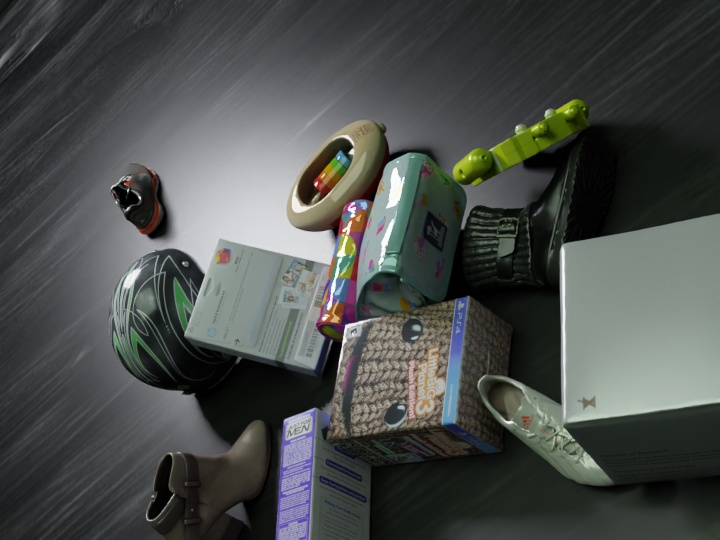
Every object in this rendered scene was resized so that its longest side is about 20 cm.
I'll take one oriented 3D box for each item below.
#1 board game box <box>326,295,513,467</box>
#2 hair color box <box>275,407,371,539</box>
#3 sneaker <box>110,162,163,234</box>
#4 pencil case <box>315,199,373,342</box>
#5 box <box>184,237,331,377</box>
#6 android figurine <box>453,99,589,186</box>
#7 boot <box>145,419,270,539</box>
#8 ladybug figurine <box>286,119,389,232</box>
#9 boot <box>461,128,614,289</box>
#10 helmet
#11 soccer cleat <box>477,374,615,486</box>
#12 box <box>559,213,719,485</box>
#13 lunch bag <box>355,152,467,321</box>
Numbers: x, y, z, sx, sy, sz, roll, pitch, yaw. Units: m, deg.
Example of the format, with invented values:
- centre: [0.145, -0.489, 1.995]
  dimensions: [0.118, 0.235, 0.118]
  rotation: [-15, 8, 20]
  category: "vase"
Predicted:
- centre: [0.072, 0.139, 1.371]
  dimensions: [0.199, 0.097, 0.161]
  rotation: [-15, 55, 39]
  category: "board game box"
- centre: [-0.044, 0.284, 1.383]
  dimensions: [0.064, 0.109, 0.202]
  rotation: [-23, 50, 35]
  category: "hair color box"
- centre: [-0.418, -0.149, 2.070]
  dimensions: [0.077, 0.082, 0.200]
  rotation: [-47, 41, 11]
  category: "sneaker"
- centre: [0.000, 0.000, 1.549]
  dimensions: [0.088, 0.088, 0.202]
  rotation: [-4, 63, 44]
  category: "pencil case"
- centre: [-0.131, 0.051, 1.601]
  dimensions: [0.198, 0.041, 0.157]
  rotation: [13, 70, 12]
  category: "box"
- centre: [0.202, -0.157, 1.389]
  dimensions: [0.181, 0.041, 0.200]
  rotation: [-28, -1, -17]
  category: "android figurine"
- centre: [-0.205, 0.276, 1.522]
  dimensions: [0.070, 0.146, 0.202]
  rotation: [-9, 58, 43]
  category: "boot"
- centre: [-0.025, -0.134, 1.670]
  dimensions: [0.200, 0.072, 0.136]
  rotation: [-45, 40, 14]
  category: "ladybug figurine"
- centre: [0.212, -0.074, 1.384]
  dimensions: [0.157, 0.079, 0.213]
  rotation: [4, 68, 46]
  category: "boot"
- centre: [-0.285, 0.075, 1.700]
  dimensions: [0.199, 0.190, 0.202]
  rotation: [-24, 50, 32]
  category: "helmet"
- centre: [0.205, 0.172, 1.224]
  dimensions: [0.199, 0.077, 0.070]
  rotation: [28, 85, 45]
  category: "soccer cleat"
- centre: [0.309, 0.079, 1.092]
  dimensions: [0.198, 0.171, 0.201]
  rotation: [-12, 56, 28]
  category: "box"
- centre: [0.060, -0.031, 1.412]
  dimensions: [0.121, 0.200, 0.172]
  rotation: [13, 68, 6]
  category: "lunch bag"
